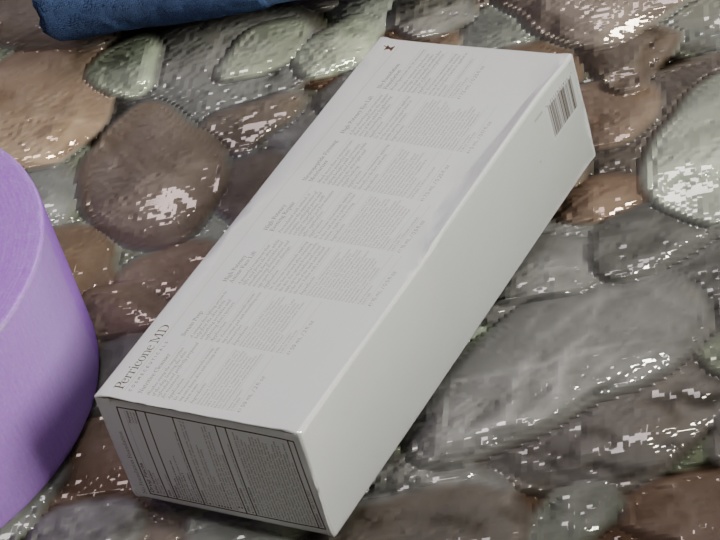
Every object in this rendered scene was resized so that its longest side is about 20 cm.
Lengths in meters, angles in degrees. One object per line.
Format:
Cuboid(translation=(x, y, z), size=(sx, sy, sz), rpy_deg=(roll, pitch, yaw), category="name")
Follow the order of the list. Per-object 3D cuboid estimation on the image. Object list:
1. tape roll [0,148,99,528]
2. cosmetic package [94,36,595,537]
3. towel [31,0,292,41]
Cuboid(translation=(-0.195, 0.034, 0.954), size=(0.198, 0.066, 0.201), rpy_deg=(-12, 36, 9), category="tape roll")
Cuboid(translation=(0.000, 0.000, 0.922), size=(0.082, 0.051, 0.200), rpy_deg=(10, 45, 31), category="cosmetic package")
Cuboid(translation=(-0.036, -0.146, 1.130), size=(0.198, 0.049, 0.112), rpy_deg=(-9, 37, 12), category="towel")
